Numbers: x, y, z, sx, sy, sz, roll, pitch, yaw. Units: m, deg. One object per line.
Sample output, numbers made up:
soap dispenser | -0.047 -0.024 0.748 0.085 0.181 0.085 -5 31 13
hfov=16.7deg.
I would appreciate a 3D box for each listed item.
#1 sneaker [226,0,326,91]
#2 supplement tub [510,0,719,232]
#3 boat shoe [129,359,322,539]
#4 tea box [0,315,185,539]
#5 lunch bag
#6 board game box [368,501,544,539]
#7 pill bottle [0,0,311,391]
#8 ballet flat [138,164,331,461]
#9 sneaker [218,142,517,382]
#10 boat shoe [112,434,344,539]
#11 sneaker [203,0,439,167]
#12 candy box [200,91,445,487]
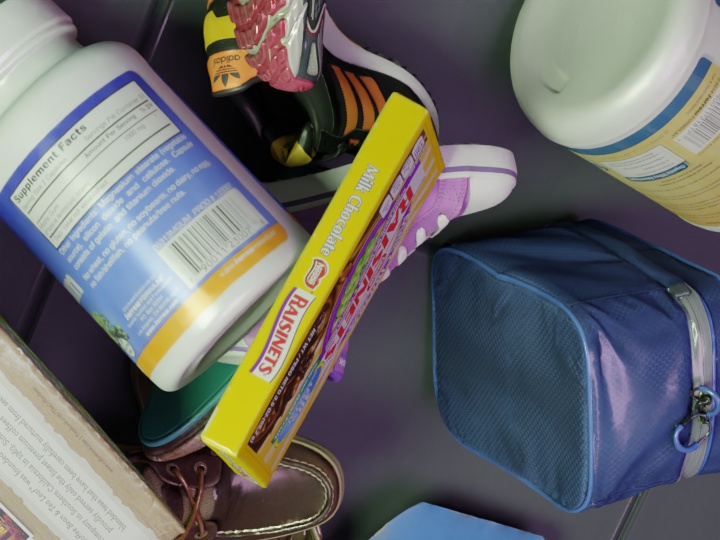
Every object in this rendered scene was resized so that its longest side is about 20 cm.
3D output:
sneaker | -0.019 -0.189 1.236 0.074 0.081 0.202 10 82 -23
supplement tub | 0.202 -0.109 1.460 0.199 0.145 0.145 27 98 -38
boat shoe | -0.070 0.109 1.456 0.071 0.064 0.201 -37 126 -10
tea box | -0.226 0.078 1.262 0.134 0.197 0.200 -42 129 -6
lunch bag | 0.146 0.052 1.475 0.132 0.200 0.137 -14 115 -28
board game box | 0.037 0.226 1.604 0.199 0.039 0.159 20 98 -42
pill bottle | -0.127 -0.045 1.260 0.112 0.112 0.200 -43 84 -4
ballet flat | -0.054 0.034 1.398 0.065 0.070 0.201 47 68 -41
sneaker | 0.000 0.000 1.349 0.199 0.073 0.115 -14 80 -7
boat shoe | -0.109 0.131 1.388 0.198 0.072 0.073 3 109 1
sneaker | -0.025 -0.086 1.348 0.200 0.070 0.091 41 50 -48
candy box | -0.016 0.012 1.260 0.201 0.026 0.102 -61 169 -9
